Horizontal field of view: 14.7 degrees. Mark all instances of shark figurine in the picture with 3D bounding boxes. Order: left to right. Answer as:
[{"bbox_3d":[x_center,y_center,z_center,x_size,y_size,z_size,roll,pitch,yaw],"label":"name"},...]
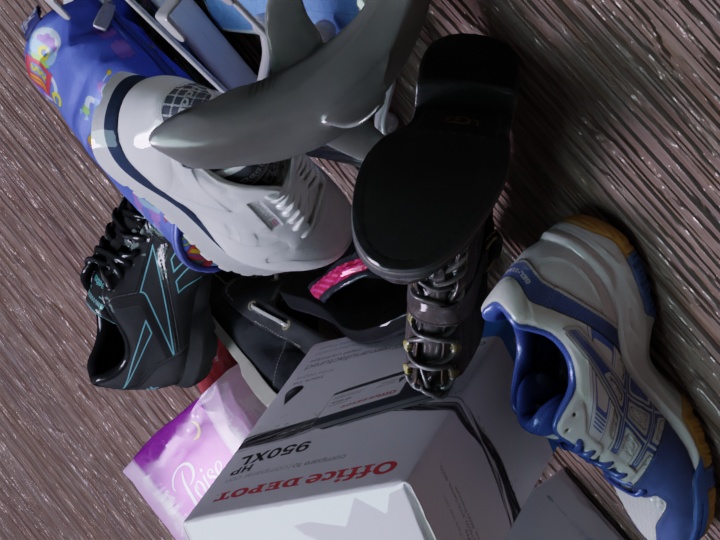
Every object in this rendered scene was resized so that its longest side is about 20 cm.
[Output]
[{"bbox_3d":[0.002,-0.117,1.373,0.128,0.215,0.090,25,-162,-19],"label":"shark figurine"}]

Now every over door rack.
[{"bbox_3d":[-0.051,-0.119,1.506,0.200,0.067,0.147,31,171,-32],"label":"over door rack"}]

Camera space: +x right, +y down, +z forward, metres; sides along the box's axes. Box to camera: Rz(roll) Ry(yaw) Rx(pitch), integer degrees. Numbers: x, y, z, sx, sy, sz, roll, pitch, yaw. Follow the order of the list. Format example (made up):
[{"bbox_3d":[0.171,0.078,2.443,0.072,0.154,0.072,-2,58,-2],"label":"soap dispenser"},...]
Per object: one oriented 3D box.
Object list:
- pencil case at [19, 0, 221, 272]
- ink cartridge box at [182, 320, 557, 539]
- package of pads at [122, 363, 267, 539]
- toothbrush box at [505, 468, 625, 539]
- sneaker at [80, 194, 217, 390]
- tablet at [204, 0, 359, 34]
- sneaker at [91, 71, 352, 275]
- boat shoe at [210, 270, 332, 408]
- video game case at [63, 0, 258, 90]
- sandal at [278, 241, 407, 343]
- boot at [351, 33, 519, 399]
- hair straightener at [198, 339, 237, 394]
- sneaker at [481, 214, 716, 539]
[{"bbox_3d":[-0.122,-0.088,1.637,0.200,0.078,0.087,48,139,35],"label":"pencil case"},{"bbox_3d":[0.013,0.108,1.511,0.144,0.200,0.085,-13,112,28],"label":"ink cartridge box"},{"bbox_3d":[-0.057,0.170,1.890,0.120,0.076,0.200,-44,78,31],"label":"package of pads"},{"bbox_3d":[0.076,0.227,1.658,0.085,0.146,0.200,47,154,19],"label":"toothbrush box"},{"bbox_3d":[-0.129,-0.008,1.735,0.075,0.079,0.201,45,138,51],"label":"sneaker"},{"bbox_3d":[-0.055,-0.189,1.560,0.200,0.014,0.131,12,131,58],"label":"tablet"},{"bbox_3d":[-0.057,-0.047,1.513,0.080,0.077,0.200,-2,161,37],"label":"sneaker"},{"bbox_3d":[-0.056,0.033,1.792,0.072,0.068,0.200,33,-170,-41],"label":"boat shoe"},{"bbox_3d":[-0.121,-0.128,1.739,0.200,0.023,0.182,51,161,17],"label":"video game case"},{"bbox_3d":[0.000,0.000,1.613,0.045,0.075,0.200,61,159,-18],"label":"sandal"},{"bbox_3d":[0.043,-0.004,1.409,0.069,0.200,0.175,12,129,11],"label":"boot"},{"bbox_3d":[-0.137,-0.004,1.902,0.077,0.041,0.201,43,162,48],"label":"hair straightener"},{"bbox_3d":[0.119,0.072,1.454,0.075,0.088,0.201,13,133,56],"label":"sneaker"}]
